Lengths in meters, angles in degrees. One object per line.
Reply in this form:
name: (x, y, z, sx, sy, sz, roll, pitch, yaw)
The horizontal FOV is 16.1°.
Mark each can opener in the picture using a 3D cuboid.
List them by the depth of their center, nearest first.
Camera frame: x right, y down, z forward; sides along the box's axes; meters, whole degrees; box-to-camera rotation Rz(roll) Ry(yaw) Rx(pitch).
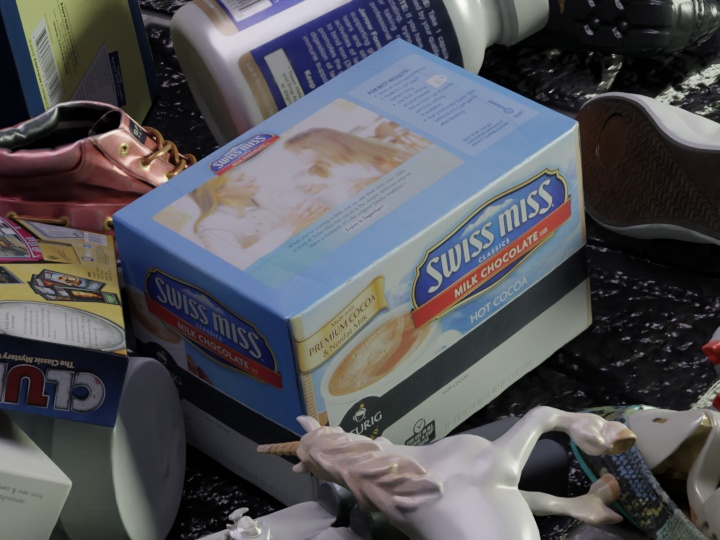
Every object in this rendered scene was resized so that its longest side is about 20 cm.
can opener: (0.004, 0.119, 1.155, 0.200, 0.067, 0.053, -20, 34, -28)

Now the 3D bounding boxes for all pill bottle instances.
pill bottle: (-0.191, 0.087, 1.218, 0.199, 0.110, 0.110, -1, 34, 18)
pill bottle: (0.001, -0.140, 1.481, 0.200, 0.116, 0.116, -27, 34, -11)

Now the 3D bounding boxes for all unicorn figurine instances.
unicorn figurine: (0.054, 0.111, 1.071, 0.137, 0.074, 0.200, -5, 43, -20)

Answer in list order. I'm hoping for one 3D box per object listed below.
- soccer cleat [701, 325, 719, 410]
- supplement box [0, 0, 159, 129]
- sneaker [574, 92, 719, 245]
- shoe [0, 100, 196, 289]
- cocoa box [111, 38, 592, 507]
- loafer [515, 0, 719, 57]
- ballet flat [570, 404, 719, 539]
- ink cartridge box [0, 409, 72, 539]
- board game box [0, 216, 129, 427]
soccer cleat: (0.241, 0.056, 1.157, 0.077, 0.069, 0.200, -27, 32, -26)
supplement box: (-0.224, -0.138, 1.493, 0.134, 0.200, 0.200, -2, 32, 15)
sneaker: (0.185, -0.043, 1.348, 0.085, 0.073, 0.200, 10, 12, -31)
shoe: (-0.111, -0.046, 1.390, 0.200, 0.091, 0.071, -11, 28, -17)
cocoa box: (0.000, 0.000, 1.253, 0.200, 0.131, 0.133, -34, 45, -30)
loafer: (0.131, -0.164, 1.546, 0.070, 0.068, 0.200, -1, 13, -41)
ballet flat: (0.155, 0.101, 1.108, 0.074, 0.074, 0.200, -20, 38, -12)
ink cartridge box: (-0.212, 0.150, 1.108, 0.067, 0.200, 0.116, 16, 13, -38)
board game box: (-0.177, 0.014, 1.159, 0.135, 0.035, 0.200, 10, 14, -9)
